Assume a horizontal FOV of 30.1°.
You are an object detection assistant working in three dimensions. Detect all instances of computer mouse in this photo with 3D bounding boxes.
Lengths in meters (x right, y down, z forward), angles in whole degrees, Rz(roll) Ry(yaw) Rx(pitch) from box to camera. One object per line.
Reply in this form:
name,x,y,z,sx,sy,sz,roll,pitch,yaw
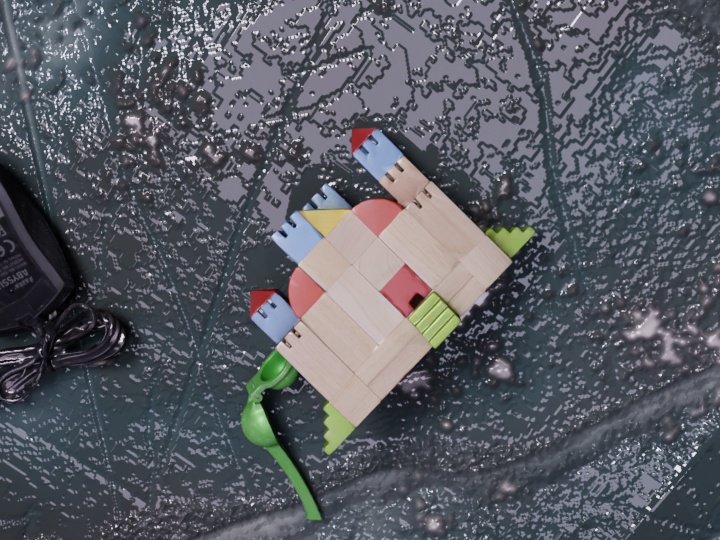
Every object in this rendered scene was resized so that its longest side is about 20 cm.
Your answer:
computer mouse,-0.259,-0.008,0.934,0.137,0.053,0.201,-20,116,10

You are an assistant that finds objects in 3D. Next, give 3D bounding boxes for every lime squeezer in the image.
lime squeezer,-0.047,0.088,0.956,0.070,0.038,0.202,10,107,0

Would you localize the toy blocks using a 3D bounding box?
toy blocks,0.000,0.000,0.893,0.137,0.100,0.200,43,93,-1
